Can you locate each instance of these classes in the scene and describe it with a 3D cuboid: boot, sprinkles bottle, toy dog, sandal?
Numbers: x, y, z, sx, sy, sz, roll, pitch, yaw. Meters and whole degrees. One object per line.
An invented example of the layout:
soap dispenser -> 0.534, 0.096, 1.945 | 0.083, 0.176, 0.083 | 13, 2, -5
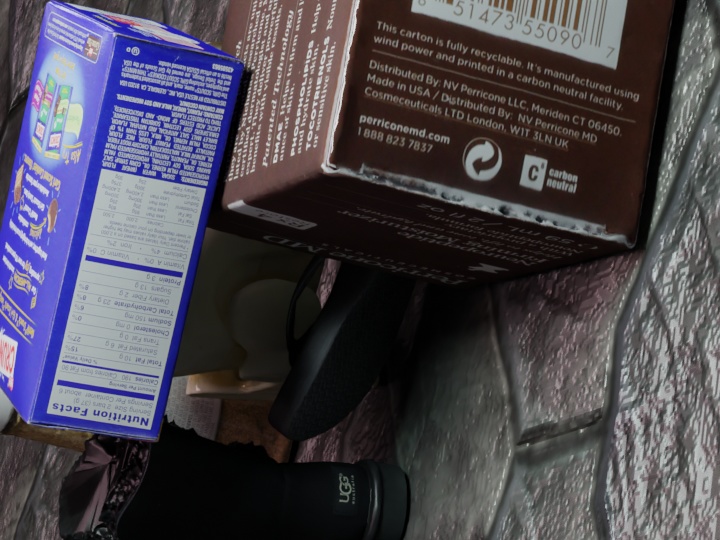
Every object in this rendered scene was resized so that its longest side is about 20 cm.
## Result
boot -> -0.088, 0.142, 1.594 | 0.200, 0.168, 0.076 | 135, 142, -54
sprinkles bottle -> -0.140, 0.081, 1.723 | 0.068, 0.200, 0.068 | -165, 90, -69
toy dog -> -0.079, -0.031, 1.669 | 0.140, 0.194, 0.200 | 147, 126, -74
sandal -> 0.000, 0.000, 1.574 | 0.200, 0.043, 0.076 | -64, -25, -8

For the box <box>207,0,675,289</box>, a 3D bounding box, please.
box -> 0.035, -0.094, 1.436 | 0.200, 0.166, 0.164 | 163, 118, -68

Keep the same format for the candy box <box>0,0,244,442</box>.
candy box -> -0.133, -0.028, 1.501 | 0.169, 0.077, 0.200 | -147, 70, -70
